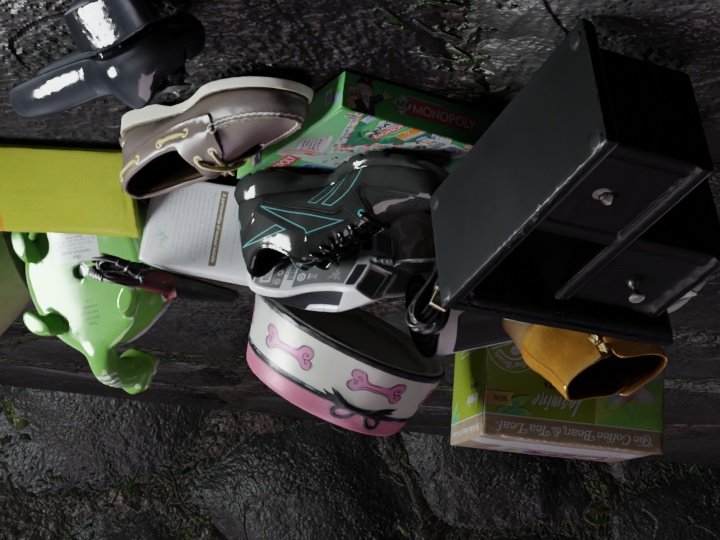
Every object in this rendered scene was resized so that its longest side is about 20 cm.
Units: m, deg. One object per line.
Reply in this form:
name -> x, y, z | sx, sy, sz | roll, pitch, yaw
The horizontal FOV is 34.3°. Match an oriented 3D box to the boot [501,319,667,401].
boot -> 0.236, 0.045, 1.040 | 0.199, 0.072, 0.144 | -25, -148, -12

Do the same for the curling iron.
curling iron -> -0.169, 0.014, 1.040 | 0.049, 0.026, 0.199 | 12, 176, 28

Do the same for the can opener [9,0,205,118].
can opener -> -0.168, -0.135, 0.758 | 0.063, 0.080, 0.198 | -33, -165, -35

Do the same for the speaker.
speaker -> 0.147, 0.027, 1.125 | 0.197, 0.083, 0.081 | -9, 172, -20

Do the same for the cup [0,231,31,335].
cup -> -0.409, 0.003, 1.160 | 0.141, 0.203, 0.201 | -20, 168, -5

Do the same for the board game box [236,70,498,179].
board game box -> 0.001, -0.093, 0.903 | 0.133, 0.030, 0.199 | 13, 165, -25

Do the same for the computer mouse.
computer mouse -> 0.000, 0.000, 0.933 | 0.197, 0.111, 0.044 | 2, 146, 30

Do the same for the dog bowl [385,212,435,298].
dog bowl -> -0.016, -0.019, 1.155 | 0.196, 0.060, 0.200 | 4, 167, 1

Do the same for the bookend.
bookend -> 0.179, -0.045, 0.780 | 0.197, 0.094, 0.199 | 11, 146, -24

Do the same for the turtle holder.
turtle holder -> -0.230, 0.011, 1.109 | 0.140, 0.187, 0.131 | -39, 172, 20

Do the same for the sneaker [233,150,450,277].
sneaker -> -0.014, -0.040, 0.901 | 0.197, 0.081, 0.075 | -7, 161, 35

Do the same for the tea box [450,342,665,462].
tea box -> 0.210, 0.095, 1.246 | 0.196, 0.201, 0.134 | 6, 167, -9

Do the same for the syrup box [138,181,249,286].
syrup box -> -0.086, -0.026, 1.033 | 0.196, 0.083, 0.079 | 11, 176, 13

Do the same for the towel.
towel -> -0.291, -0.072, 1.015 | 0.196, 0.018, 0.087 | 3, 124, 6

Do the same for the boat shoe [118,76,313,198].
boat shoe -> -0.111, -0.096, 0.862 | 0.198, 0.061, 0.071 | -7, 162, 41

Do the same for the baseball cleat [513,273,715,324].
baseball cleat -> 0.193, -0.001, 0.951 | 0.196, 0.071, 0.107 | -3, 162, -18

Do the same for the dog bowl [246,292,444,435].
dog bowl -> -0.022, 0.084, 1.109 | 0.197, 0.075, 0.200 | 25, -171, -4
